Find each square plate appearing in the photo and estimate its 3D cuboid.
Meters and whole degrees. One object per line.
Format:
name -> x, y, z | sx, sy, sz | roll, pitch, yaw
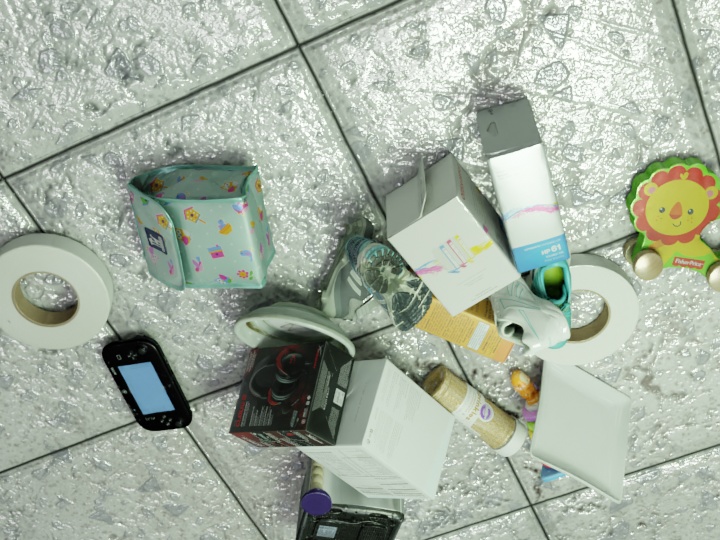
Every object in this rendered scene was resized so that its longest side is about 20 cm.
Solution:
square plate -> 0.366, 0.262, 1.764 | 0.197, 0.201, 0.028 | 29, 145, -19

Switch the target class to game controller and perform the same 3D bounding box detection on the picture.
game controller -> -0.360, 0.194, 1.786 | 0.103, 0.042, 0.201 | -14, 122, 8

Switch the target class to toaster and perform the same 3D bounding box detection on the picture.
toaster -> -0.020, 0.416, 1.875 | 0.179, 0.120, 0.201 | 6, 142, -6

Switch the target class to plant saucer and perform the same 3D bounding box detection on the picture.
plant saucer -> -0.102, 0.094, 1.688 | 0.198, 0.051, 0.200 | 11, 158, 4

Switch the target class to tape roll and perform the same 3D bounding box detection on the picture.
tape roll -> 0.349, 0.066, 1.713 | 0.200, 0.037, 0.204 | 0, 124, 0
tape roll -> -0.495, 0.035, 1.671 | 0.200, 0.037, 0.204 | -1, 124, -1

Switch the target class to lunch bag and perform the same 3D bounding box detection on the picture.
lunch bag -> -0.242, -0.063, 1.570 | 0.198, 0.122, 0.172 | -1, 127, 9

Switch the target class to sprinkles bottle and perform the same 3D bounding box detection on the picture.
sprinkles bottle -> 0.195, 0.243, 1.812 | 0.199, 0.069, 0.068 | 37, 116, -22

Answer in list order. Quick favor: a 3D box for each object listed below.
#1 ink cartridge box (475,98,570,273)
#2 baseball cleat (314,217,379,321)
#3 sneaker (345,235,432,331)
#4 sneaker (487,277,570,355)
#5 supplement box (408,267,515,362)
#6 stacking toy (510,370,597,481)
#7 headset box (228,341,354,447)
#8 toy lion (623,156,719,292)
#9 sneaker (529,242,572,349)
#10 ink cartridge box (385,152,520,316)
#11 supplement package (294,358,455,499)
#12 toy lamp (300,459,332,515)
ink cartridge box -> 0.233, -0.124, 1.519 | 0.084, 0.145, 0.201 | -16, 123, 10
baseball cleat -> 0.000, 0.000, 1.654 | 0.105, 0.070, 0.201 | 14, 133, -17
sneaker -> 0.041, 0.012, 1.583 | 0.078, 0.086, 0.200 | -42, 137, -8
sneaker -> 0.230, 0.057, 1.612 | 0.080, 0.200, 0.071 | -29, 128, -15
supplement box -> 0.152, 0.071, 1.676 | 0.198, 0.067, 0.069 | 21, 121, -2
stacking toy -> 0.318, 0.249, 1.812 | 0.109, 0.116, 0.201 | -28, 106, 26
headset box -> -0.118, 0.201, 1.688 | 0.199, 0.150, 0.075 | -9, 148, 42
toy lion -> 0.499, -0.076, 1.612 | 0.198, 0.069, 0.193 | 9, 116, -7
sneaker -> 0.293, 0.044, 1.629 | 0.077, 0.080, 0.202 | -7, 124, 4
ink cartridge box -> 0.128, -0.061, 1.570 | 0.125, 0.129, 0.200 | -32, 118, 19
supplement package -> 0.027, 0.263, 1.725 | 0.150, 0.153, 0.200 | -9, 141, 41
toy lamp -> -0.073, 0.318, 1.778 | 0.058, 0.201, 0.059 | 0, 123, 0
